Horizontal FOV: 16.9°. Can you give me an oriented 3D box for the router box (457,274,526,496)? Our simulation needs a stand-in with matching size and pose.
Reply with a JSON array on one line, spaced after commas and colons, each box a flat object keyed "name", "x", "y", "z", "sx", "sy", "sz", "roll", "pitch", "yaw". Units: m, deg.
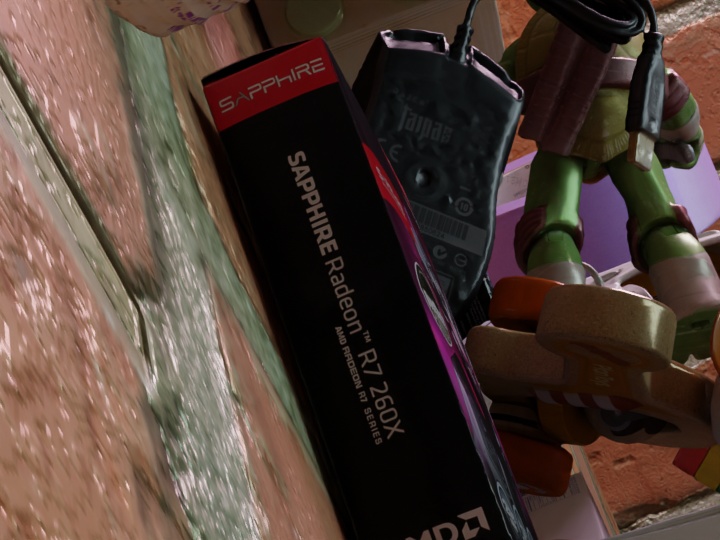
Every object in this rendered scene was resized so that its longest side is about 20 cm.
[{"name": "router box", "x": 0.052, "y": 0.031, "z": 1.277, "sx": 0.149, "sy": 0.051, "sz": 0.201, "roll": 40, "pitch": 28, "yaw": -83}]

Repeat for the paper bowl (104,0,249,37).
[{"name": "paper bowl", "x": -0.067, "y": -0.137, "z": 0.427, "sx": 0.201, "sy": 0.104, "sz": 0.202, "roll": -22, "pitch": 90, "yaw": -85}]

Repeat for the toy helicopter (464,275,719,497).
[{"name": "toy helicopter", "x": 0.100, "y": 0.041, "z": 0.881, "sx": 0.200, "sy": 0.132, "sz": 0.079, "roll": 63, "pitch": 41, "yaw": -76}]

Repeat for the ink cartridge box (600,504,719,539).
[{"name": "ink cartridge box", "x": 0.126, "y": 0.193, "z": 0.890, "sx": 0.146, "sy": 0.082, "sz": 0.201, "roll": 102, "pitch": -26, "yaw": -79}]

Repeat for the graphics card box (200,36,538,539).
[{"name": "graphics card box", "x": 0.011, "y": 0.034, "z": 0.823, "sx": 0.126, "sy": 0.051, "sz": 0.201, "roll": 60, "pitch": 10, "yaw": -62}]

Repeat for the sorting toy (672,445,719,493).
[{"name": "sorting toy", "x": 0.220, "y": 0.021, "z": 1.118, "sx": 0.069, "sy": 0.201, "sz": 0.199, "roll": 31, "pitch": 20, "yaw": 9}]

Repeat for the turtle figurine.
[{"name": "turtle figurine", "x": 0.096, "y": -0.037, "z": 1.128, "sx": 0.144, "sy": 0.200, "sz": 0.195, "roll": 19, "pitch": 50, "yaw": -40}]

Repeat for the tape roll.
[{"name": "tape roll", "x": 0.126, "y": -0.033, "z": 1.516, "sx": 0.200, "sy": 0.199, "sz": 0.066, "roll": -83, "pitch": 150, "yaw": -81}]

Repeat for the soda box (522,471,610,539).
[{"name": "soda box", "x": 0.099, "y": 0.176, "z": 1.069, "sx": 0.200, "sy": 0.063, "sz": 0.068, "roll": -102, "pitch": 168, "yaw": -63}]

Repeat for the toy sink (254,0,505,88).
[{"name": "toy sink", "x": -0.004, "y": -0.161, "z": 1.213, "sx": 0.200, "sy": 0.112, "sz": 0.131, "roll": 69, "pitch": 0, "yaw": -71}]

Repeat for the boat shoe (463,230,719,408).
[{"name": "boat shoe", "x": 0.124, "y": 0.031, "z": 1.171, "sx": 0.075, "sy": 0.201, "sz": 0.086, "roll": 62, "pitch": -28, "yaw": 10}]

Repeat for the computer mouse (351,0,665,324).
[{"name": "computer mouse", "x": 0.053, "y": -0.049, "z": 1.009, "sx": 0.046, "sy": 0.140, "sz": 0.201, "roll": 132, "pitch": -28, "yaw": -63}]
